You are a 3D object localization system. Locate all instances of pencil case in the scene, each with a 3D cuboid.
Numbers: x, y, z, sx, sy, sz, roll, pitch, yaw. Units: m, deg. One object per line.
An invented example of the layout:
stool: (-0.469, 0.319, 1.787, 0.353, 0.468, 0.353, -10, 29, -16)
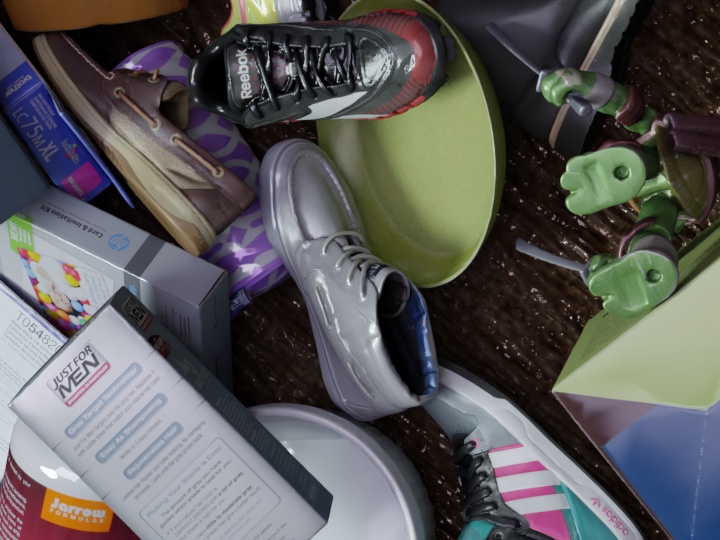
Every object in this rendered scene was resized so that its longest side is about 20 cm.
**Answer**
pencil case: (-0.114, -0.065, 1.519, 0.085, 0.084, 0.201, -37, 80, 37)

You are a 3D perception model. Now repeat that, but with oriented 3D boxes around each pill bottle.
pill bottle: (-0.198, 0.160, 1.511, 0.112, 0.113, 0.201, 22, 117, 15)

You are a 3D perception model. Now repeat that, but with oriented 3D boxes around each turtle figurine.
turtle figurine: (0.143, -0.045, 1.330, 0.199, 0.194, 0.145, 17, 109, 7)

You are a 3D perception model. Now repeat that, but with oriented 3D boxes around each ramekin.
ramekin: (-0.041, 0.188, 1.494, 0.198, 0.105, 0.202, 1, 93, 17)

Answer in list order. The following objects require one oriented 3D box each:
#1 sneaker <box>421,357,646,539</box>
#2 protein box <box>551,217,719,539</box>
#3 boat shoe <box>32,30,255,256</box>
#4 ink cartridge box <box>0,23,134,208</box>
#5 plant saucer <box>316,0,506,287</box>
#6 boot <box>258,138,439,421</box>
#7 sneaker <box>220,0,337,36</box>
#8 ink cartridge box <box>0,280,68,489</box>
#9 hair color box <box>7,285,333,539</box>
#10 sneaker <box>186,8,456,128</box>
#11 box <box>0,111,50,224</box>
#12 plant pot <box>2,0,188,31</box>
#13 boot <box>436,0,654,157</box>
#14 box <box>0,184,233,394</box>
sneaker: (0.083, 0.162, 1.452, 0.200, 0.084, 0.121, 42, 73, 10)
protein box: (0.246, 0.046, 1.338, 0.198, 0.200, 0.135, -39, 91, 16)
boat shoe: (-0.145, -0.100, 1.454, 0.072, 0.072, 0.200, -39, 64, -6)
ink cartridge box: (-0.236, -0.124, 1.490, 0.042, 0.120, 0.200, -38, 53, -6)
plant saucer: (0.038, -0.090, 1.447, 0.199, 0.031, 0.202, 25, 121, 49)
boot: (0.000, 0.000, 1.446, 0.095, 0.073, 0.201, -16, 95, 58)
sneaker: (-0.082, -0.245, 1.500, 0.090, 0.078, 0.202, -11, 88, 24)
ink cartridge box: (-0.313, 0.064, 1.576, 0.199, 0.041, 0.200, 41, 116, 4)
hair color box: (-0.122, 0.118, 1.402, 0.099, 0.061, 0.200, -43, 97, 11)
sneaker: (-0.034, -0.130, 1.404, 0.199, 0.098, 0.071, -2, 96, 39)
box: (-0.313, -0.113, 1.435, 0.107, 0.200, 0.149, -36, 124, -7)
plant pot: (-0.192, -0.265, 1.479, 0.199, 0.200, 0.185, -2, 103, 17)
boot: (0.125, -0.193, 1.435, 0.138, 0.077, 0.201, 25, 99, 13)
box: (-0.184, 0.017, 1.511, 0.199, 0.156, 0.041, 27, 57, 16)
